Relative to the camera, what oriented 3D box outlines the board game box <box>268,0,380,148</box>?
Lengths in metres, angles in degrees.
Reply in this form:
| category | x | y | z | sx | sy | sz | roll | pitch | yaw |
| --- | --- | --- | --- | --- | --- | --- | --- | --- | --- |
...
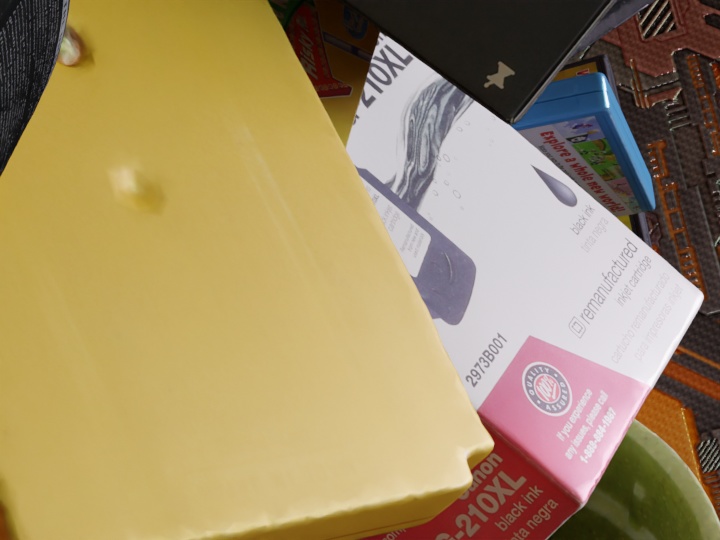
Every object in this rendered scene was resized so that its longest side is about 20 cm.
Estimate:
| category | x | y | z | sx | sy | sz | roll | pitch | yaw |
| --- | --- | --- | --- | --- | --- | --- | --- | --- | --- |
| board game box | -0.071 | -0.047 | 0.766 | 0.134 | 0.034 | 0.200 | 33 | 39 | -16 |

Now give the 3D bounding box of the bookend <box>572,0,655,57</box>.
| category | x | y | z | sx | sy | sz | roll | pitch | yaw |
| --- | --- | --- | --- | --- | --- | --- | --- | --- | --- |
| bookend | 0.046 | -0.187 | 1.050 | 0.200 | 0.092 | 0.199 | -35 | 110 | -63 |

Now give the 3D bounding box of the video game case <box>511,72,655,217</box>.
| category | x | y | z | sx | sy | sz | roll | pitch | yaw |
| --- | --- | --- | --- | --- | --- | --- | --- | --- | --- |
| video game case | 0.010 | -0.031 | 1.036 | 0.143 | 0.200 | 0.018 | 47 | 34 | -70 |

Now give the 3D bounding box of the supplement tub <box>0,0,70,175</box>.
| category | x | y | z | sx | sy | sz | roll | pitch | yaw |
| --- | --- | --- | --- | --- | --- | --- | --- | --- | --- |
| supplement tub | -0.124 | -0.047 | 0.512 | 0.200 | 0.122 | 0.123 | -81 | 153 | -68 |

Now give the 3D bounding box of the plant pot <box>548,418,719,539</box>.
| category | x | y | z | sx | sy | sz | roll | pitch | yaw |
| --- | --- | --- | --- | --- | --- | --- | --- | --- | --- |
| plant pot | 0.042 | 0.173 | 0.985 | 0.201 | 0.200 | 0.184 | -97 | 177 | -46 |

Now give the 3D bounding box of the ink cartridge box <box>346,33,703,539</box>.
| category | x | y | z | sx | sy | sz | roll | pitch | yaw |
| --- | --- | --- | --- | --- | --- | --- | --- | --- | --- |
| ink cartridge box | 0.000 | 0.000 | 0.886 | 0.200 | 0.084 | 0.145 | 41 | 36 | -1 |

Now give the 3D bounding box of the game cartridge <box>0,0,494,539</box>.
| category | x | y | z | sx | sy | sz | roll | pitch | yaw |
| --- | --- | --- | --- | --- | --- | --- | --- | --- | --- |
| game cartridge | -0.067 | -0.013 | 0.689 | 0.176 | 0.032 | 0.200 | -6 | 63 | -47 |

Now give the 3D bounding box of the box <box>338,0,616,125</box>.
| category | x | y | z | sx | sy | sz | roll | pitch | yaw |
| --- | --- | --- | --- | --- | --- | --- | --- | --- | --- |
| box | -0.016 | -0.166 | 0.826 | 0.200 | 0.104 | 0.182 | 34 | 12 | -26 |

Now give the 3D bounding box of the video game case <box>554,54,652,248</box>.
| category | x | y | z | sx | sy | sz | roll | pitch | yaw |
| --- | --- | --- | --- | --- | --- | --- | --- | --- | --- |
| video game case | 0.058 | -0.027 | 1.382 | 0.200 | 0.180 | 0.026 | -95 | 167 | -51 |
